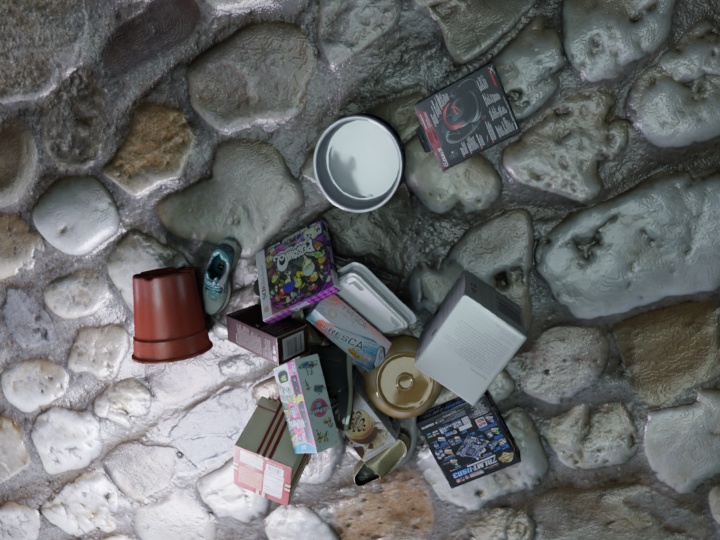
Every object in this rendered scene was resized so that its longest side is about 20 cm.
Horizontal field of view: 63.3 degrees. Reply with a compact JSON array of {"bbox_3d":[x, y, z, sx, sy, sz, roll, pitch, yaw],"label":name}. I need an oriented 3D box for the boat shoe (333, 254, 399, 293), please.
[{"bbox_3d":[0.000,0.000,1.356,0.198,0.072,0.067,29,81,15],"label":"boat shoe"}]

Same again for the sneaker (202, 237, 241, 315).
[{"bbox_3d":[-0.356,0.022,1.423,0.076,0.086,0.204,20,111,5],"label":"sneaker"}]

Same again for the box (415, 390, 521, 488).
[{"bbox_3d":[0.265,0.413,1.439,0.197,0.050,0.201,-28,101,18],"label":"box"}]

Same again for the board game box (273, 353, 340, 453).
[{"bbox_3d":[-0.125,0.306,1.333,0.147,0.063,0.205,-31,74,59],"label":"board game box"}]

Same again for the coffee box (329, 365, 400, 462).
[{"bbox_3d":[-0.004,0.358,1.461,0.112,0.080,0.201,-36,98,20],"label":"coffee box"}]

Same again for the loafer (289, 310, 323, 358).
[{"bbox_3d":[-0.130,0.167,1.434,0.067,0.075,0.205,-18,96,-20],"label":"loafer"}]

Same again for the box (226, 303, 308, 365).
[{"bbox_3d":[-0.221,0.148,1.384,0.197,0.099,0.077,14,113,40],"label":"box"}]

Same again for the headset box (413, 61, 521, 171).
[{"bbox_3d":[0.209,-0.310,1.201,0.196,0.075,0.151,-25,101,18],"label":"headset box"}]

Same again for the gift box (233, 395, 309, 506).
[{"bbox_3d":[-0.203,0.437,1.470,0.180,0.188,0.204,21,126,6],"label":"gift box"}]

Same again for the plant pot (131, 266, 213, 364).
[{"bbox_3d":[-0.469,0.101,1.427,0.195,0.201,0.201,-1,100,12],"label":"plant pot"}]

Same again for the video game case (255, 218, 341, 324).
[{"bbox_3d":[-0.148,0.002,1.342,0.196,0.036,0.185,-25,58,19],"label":"video game case"}]

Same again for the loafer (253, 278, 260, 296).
[{"bbox_3d":[-0.171,0.036,1.396,0.194,0.072,0.075,-9,107,15],"label":"loafer"}]

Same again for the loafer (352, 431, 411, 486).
[{"bbox_3d":[0.054,0.493,1.499,0.076,0.068,0.200,41,111,-4],"label":"loafer"}]

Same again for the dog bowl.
[{"bbox_3d":[0.000,-0.235,1.269,0.194,0.079,0.206,4,109,10],"label":"dog bowl"}]

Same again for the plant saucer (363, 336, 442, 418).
[{"bbox_3d":[0.105,0.263,1.401,0.194,0.035,0.207,0,97,-1],"label":"plant saucer"}]

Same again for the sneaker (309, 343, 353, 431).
[{"bbox_3d":[-0.068,0.270,1.358,0.103,0.075,0.205,-1,64,0],"label":"sneaker"}]

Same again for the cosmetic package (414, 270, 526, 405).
[{"bbox_3d":[0.241,0.146,1.295,0.163,0.165,0.202,33,110,0],"label":"cosmetic package"}]

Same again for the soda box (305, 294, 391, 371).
[{"bbox_3d":[-0.027,0.138,1.340,0.199,0.069,0.064,40,145,-6],"label":"soda box"}]

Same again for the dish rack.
[{"bbox_3d":[0.016,0.076,1.324,0.200,0.044,0.171,44,151,-13],"label":"dish rack"}]
